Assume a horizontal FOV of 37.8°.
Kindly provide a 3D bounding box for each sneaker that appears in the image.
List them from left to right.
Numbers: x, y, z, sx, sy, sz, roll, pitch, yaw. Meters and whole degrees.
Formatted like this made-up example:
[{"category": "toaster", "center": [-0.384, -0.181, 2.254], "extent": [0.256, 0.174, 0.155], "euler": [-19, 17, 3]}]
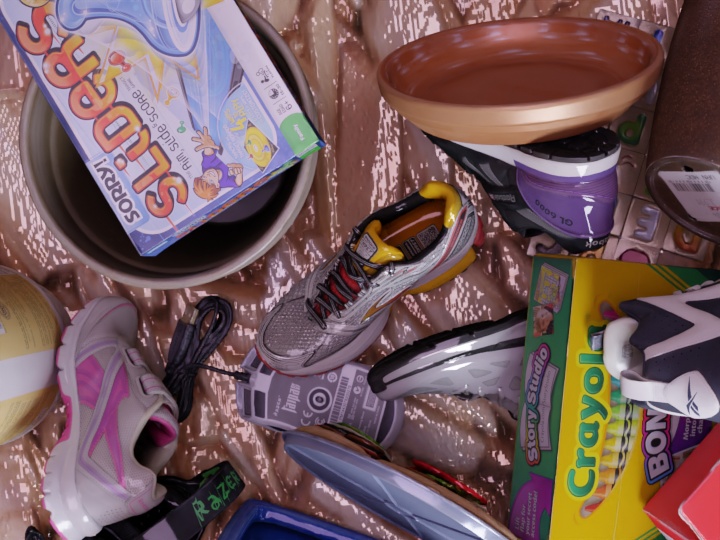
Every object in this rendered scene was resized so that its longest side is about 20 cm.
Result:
[{"category": "sneaker", "center": [-0.177, 0.106, 0.794], "extent": [0.088, 0.082, 0.201], "euler": [-8, 56, 6]}, {"category": "sneaker", "center": [0.000, 0.000, 0.788], "extent": [0.200, 0.082, 0.078], "euler": [-40, 64, -3]}, {"category": "sneaker", "center": [0.104, -0.069, 0.758], "extent": [0.075, 0.200, 0.088], "euler": [-20, 120, -22]}, {"category": "sneaker", "center": [0.111, 0.093, 0.784], "extent": [0.199, 0.076, 0.116], "euler": [-15, 90, -9]}, {"category": "sneaker", "center": [0.221, 0.033, 0.692], "extent": [0.129, 0.199, 0.080], "euler": [1, 124, 22]}]

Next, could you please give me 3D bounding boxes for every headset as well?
[{"category": "headset", "center": [-0.178, 0.198, 0.808], "extent": [0.200, 0.123, 0.094], "euler": [-37, 90, 28]}]

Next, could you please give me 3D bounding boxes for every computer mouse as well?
[{"category": "computer mouse", "center": [-0.060, 0.095, 0.831], "extent": [0.199, 0.044, 0.110], "euler": [17, 86, 10]}]

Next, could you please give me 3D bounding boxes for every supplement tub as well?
[{"category": "supplement tub", "center": [-0.303, 0.067, 0.775], "extent": [0.144, 0.200, 0.146], "euler": [0, 90, 5]}]

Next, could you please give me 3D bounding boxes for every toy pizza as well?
[{"category": "toy pizza", "center": [0.035, 0.158, 0.751], "extent": [0.199, 0.200, 0.032], "euler": [28, 73, 5]}]

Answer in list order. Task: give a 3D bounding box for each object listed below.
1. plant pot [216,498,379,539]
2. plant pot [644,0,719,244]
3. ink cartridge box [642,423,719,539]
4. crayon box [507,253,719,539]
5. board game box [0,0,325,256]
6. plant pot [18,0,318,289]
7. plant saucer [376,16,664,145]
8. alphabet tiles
[{"category": "plant pot", "center": [-0.037, 0.303, 0.757], "extent": [0.199, 0.200, 0.181], "euler": [20, 98, 5]}, {"category": "plant pot", "center": [0.274, -0.121, 0.692], "extent": [0.186, 0.187, 0.200], "euler": [34, 74, 4]}, {"category": "ink cartridge box", "center": [0.279, 0.170, 0.729], "extent": [0.116, 0.067, 0.200], "euler": [-45, 117, -9]}, {"category": "crayon box", "center": [0.198, 0.094, 0.755], "extent": [0.172, 0.058, 0.201], "euler": [4, 92, -28]}, {"category": "board game box", "center": [-0.131, -0.129, 0.664], "extent": [0.135, 0.034, 0.201], "euler": [-32, 88, 5]}, {"category": "plant pot", "center": [-0.120, -0.088, 0.768], "extent": [0.199, 0.174, 0.201], "euler": [0, 90, 5]}, {"category": "plant saucer", "center": [0.112, -0.135, 0.745], "extent": [0.199, 0.200, 0.038], "euler": [-4, 118, 6]}, {"category": "alphabet tiles", "center": [0.205, -0.094, 0.818], "extent": [0.165, 0.006, 0.201], "euler": [17, 92, 5]}]
